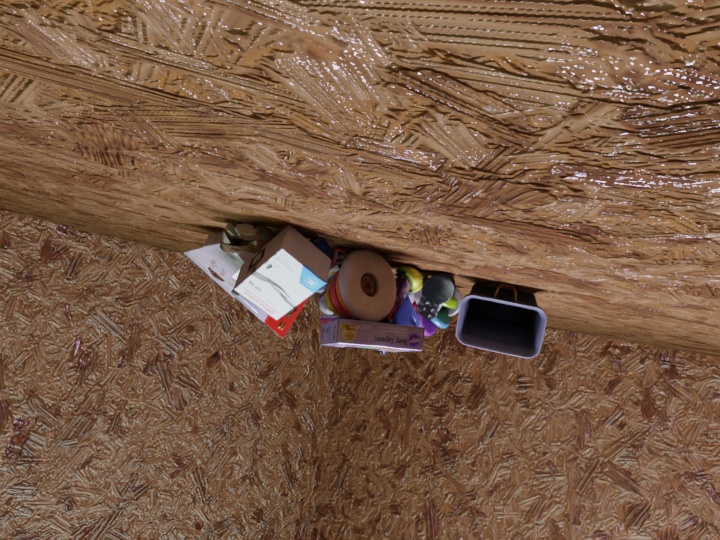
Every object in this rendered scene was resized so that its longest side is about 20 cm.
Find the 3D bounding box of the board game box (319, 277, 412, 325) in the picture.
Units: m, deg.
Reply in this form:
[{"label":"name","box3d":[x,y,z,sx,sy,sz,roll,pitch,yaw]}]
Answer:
[{"label":"board game box","box3d":[0.010,0.071,1.308,0.195,0.121,0.033,-6,125,40]}]

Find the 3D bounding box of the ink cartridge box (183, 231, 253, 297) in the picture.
[{"label":"ink cartridge box","box3d":[-0.325,-0.012,1.487,0.172,0.046,0.201,-6,138,39]}]

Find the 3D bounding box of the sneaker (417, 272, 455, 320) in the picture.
[{"label":"sneaker","box3d":[0.193,0.040,1.435,0.073,0.089,0.201,34,154,6]}]

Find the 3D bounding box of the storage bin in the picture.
[{"label":"storage bin","box3d":[0.331,0.095,1.380,0.193,0.151,0.135,10,-157,11]}]

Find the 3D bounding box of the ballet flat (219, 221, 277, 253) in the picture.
[{"label":"ballet flat","box3d":[-0.239,-0.073,1.193,0.196,0.072,0.066,3,146,44]}]

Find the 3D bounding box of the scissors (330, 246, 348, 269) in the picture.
[{"label":"scissors","box3d":[-0.070,-0.005,1.331,0.070,0.014,0.202,8,151,-4]}]

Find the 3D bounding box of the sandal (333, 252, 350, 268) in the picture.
[{"label":"sandal","box3d":[0.007,0.001,1.396,0.077,0.061,0.205,8,174,33]}]

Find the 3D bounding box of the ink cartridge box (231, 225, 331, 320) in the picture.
[{"label":"ink cartridge box","box3d":[-0.162,0.018,1.129,0.115,0.068,0.198,37,127,-24]}]

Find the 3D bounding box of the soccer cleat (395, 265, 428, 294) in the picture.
[{"label":"soccer cleat","box3d":[0.129,0.018,1.420,0.081,0.067,0.200,-19,173,-5]}]

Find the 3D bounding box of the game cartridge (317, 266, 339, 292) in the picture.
[{"label":"game cartridge","box3d":[-0.083,0.008,1.460,0.131,0.042,0.199,-33,160,17]}]

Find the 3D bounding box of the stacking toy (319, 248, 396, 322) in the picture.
[{"label":"stacking toy","box3d":[-0.029,0.049,1.248,0.143,0.152,0.198,13,159,-33]}]

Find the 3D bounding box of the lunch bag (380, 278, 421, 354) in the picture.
[{"label":"lunch bag","box3d":[0.050,0.102,1.410,0.129,0.139,0.200,-27,-165,-6]}]

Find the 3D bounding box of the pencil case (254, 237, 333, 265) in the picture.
[{"label":"pencil case","box3d":[-0.145,-0.033,1.224,0.196,0.081,0.085,7,-172,44]}]

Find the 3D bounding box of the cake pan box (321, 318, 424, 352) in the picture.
[{"label":"cake pan box","box3d":[0.018,0.136,1.211,0.178,0.054,0.200,9,170,-13]}]

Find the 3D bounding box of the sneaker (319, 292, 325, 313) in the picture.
[{"label":"sneaker","box3d":[-0.061,0.094,1.453,0.077,0.074,0.200,-11,-168,-7]}]

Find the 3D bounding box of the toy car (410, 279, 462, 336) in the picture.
[{"label":"toy car","box3d":[0.187,0.108,1.676,0.196,0.156,0.172,7,174,44]}]

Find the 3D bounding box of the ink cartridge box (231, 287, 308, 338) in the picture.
[{"label":"ink cartridge box","box3d":[-0.204,0.051,1.456,0.047,0.162,0.200,9,150,50]}]
